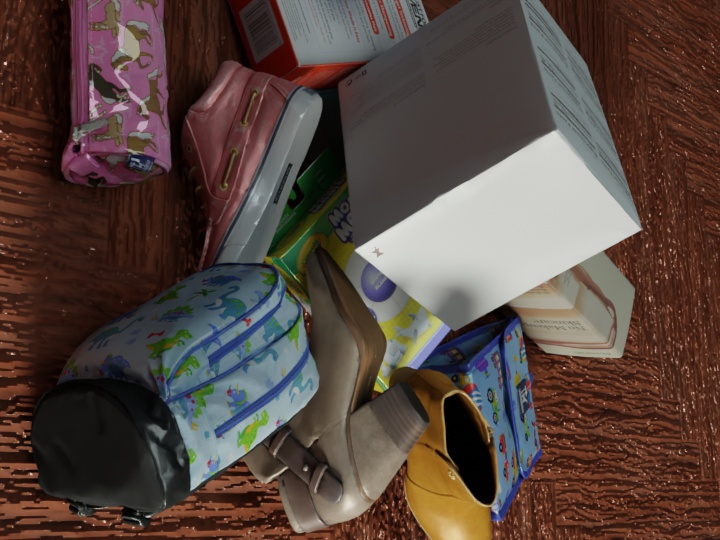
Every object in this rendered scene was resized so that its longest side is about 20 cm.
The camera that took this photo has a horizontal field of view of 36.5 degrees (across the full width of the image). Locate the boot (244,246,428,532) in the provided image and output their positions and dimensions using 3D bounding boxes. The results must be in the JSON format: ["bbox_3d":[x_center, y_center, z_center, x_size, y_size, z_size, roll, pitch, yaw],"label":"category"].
[{"bbox_3d":[-0.039,0.101,0.882,0.070,0.146,0.201,28,28,-58],"label":"boot"}]

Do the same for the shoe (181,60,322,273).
[{"bbox_3d":[-0.110,-0.068,0.893,0.071,0.090,0.203,22,92,-79],"label":"shoe"}]

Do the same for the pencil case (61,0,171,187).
[{"bbox_3d":[-0.185,-0.166,0.819,0.081,0.086,0.204,0,82,-15],"label":"pencil case"}]

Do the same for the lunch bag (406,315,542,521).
[{"bbox_3d":[0.125,0.141,1.094,0.199,0.093,0.153,-24,103,-56],"label":"lunch bag"}]

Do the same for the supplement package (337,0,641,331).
[{"bbox_3d":[0.101,-0.099,0.915,0.147,0.190,0.202,38,34,-39],"label":"supplement package"}]

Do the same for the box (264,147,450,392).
[{"bbox_3d":[0.000,0.000,0.975,0.118,0.048,0.200,-47,112,-18],"label":"box"}]

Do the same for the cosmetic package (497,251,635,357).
[{"bbox_3d":[0.204,0.015,1.154,0.199,0.102,0.088,36,62,-46],"label":"cosmetic package"}]

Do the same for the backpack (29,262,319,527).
[{"bbox_3d":[-0.118,0.078,0.779,0.198,0.162,0.156,-11,94,-44],"label":"backpack"}]

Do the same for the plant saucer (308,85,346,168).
[{"bbox_3d":[-0.010,-0.079,1.030,0.069,0.019,0.203,-18,95,-47],"label":"plant saucer"}]

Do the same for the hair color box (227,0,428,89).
[{"bbox_3d":[-0.021,-0.225,1.005,0.198,0.061,0.103,-14,83,-46],"label":"hair color box"}]

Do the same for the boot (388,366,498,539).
[{"bbox_3d":[0.082,0.179,0.915,0.070,0.144,0.204,-23,103,-12],"label":"boot"}]
